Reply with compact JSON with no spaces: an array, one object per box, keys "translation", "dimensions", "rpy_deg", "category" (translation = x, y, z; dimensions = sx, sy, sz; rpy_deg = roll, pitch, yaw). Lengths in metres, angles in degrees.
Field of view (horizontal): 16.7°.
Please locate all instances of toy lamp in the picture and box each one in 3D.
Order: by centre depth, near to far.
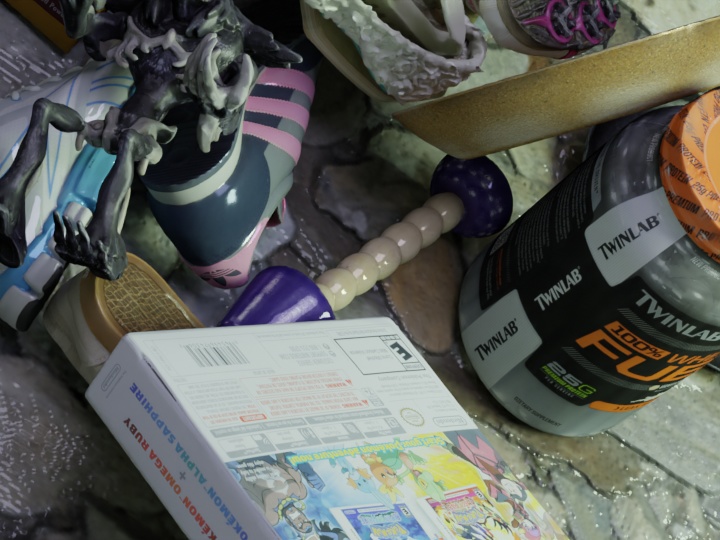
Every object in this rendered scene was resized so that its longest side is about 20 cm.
[{"translation":[0.000,0.000,1.271],"dimensions":[0.200,0.058,0.058],"rpy_deg":[-33,84,-42],"category":"toy lamp"}]

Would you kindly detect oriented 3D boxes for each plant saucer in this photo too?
[{"translation":[0.116,-0.093,1.275],"dimensions":[0.199,0.200,0.036],"rpy_deg":[-19,93,-37],"category":"plant saucer"}]

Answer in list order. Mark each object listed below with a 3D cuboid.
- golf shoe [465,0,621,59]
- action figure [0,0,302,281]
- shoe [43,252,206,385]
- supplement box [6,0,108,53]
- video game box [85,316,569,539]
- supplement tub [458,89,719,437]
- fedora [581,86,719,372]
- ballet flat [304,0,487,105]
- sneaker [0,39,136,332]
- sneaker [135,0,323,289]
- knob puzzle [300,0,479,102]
[{"translation":[0.098,-0.152,1.363],"dimensions":[0.073,0.092,0.200],"rpy_deg":[64,26,-7],"category":"golf shoe"},{"translation":[-0.102,-0.091,1.140],"dimensions":[0.118,0.102,0.201],"rpy_deg":[21,60,11],"category":"action figure"},{"translation":[-0.075,0.075,1.185],"dimensions":[0.200,0.053,0.070],"rpy_deg":[50,35,-15],"category":"shoe"},{"translation":[-0.111,-0.258,1.251],"dimensions":[0.133,0.197,0.200],"rpy_deg":[40,50,-5],"category":"supplement box"},{"translation":[-0.003,0.102,1.121],"dimensions":[0.199,0.047,0.182],"rpy_deg":[-2,44,-53],"category":"video game box"},{"translation":[0.147,-0.004,1.270],"dimensions":[0.122,0.200,0.123],"rpy_deg":[14,58,-24],"category":"supplement tub"},{"translation":[0.227,-0.037,1.406],"dimensions":[0.199,0.092,0.202],"rpy_deg":[15,57,-25],"category":"fedora"},{"translation":[0.007,-0.154,1.232],"dimensions":[0.200,0.071,0.072],"rpy_deg":[44,39,-51],"category":"ballet flat"},{"translation":[-0.153,-0.070,1.205],"dimensions":[0.086,0.075,0.201],"rpy_deg":[31,52,-6],"category":"sneaker"},{"translation":[-0.058,-0.070,1.279],"dimensions":[0.200,0.070,0.082],"rpy_deg":[-61,140,-48],"category":"sneaker"},{"translation":[0.003,-0.179,1.328],"dimensions":[0.219,0.030,0.222],"rpy_deg":[16,72,-61],"category":"knob puzzle"}]
